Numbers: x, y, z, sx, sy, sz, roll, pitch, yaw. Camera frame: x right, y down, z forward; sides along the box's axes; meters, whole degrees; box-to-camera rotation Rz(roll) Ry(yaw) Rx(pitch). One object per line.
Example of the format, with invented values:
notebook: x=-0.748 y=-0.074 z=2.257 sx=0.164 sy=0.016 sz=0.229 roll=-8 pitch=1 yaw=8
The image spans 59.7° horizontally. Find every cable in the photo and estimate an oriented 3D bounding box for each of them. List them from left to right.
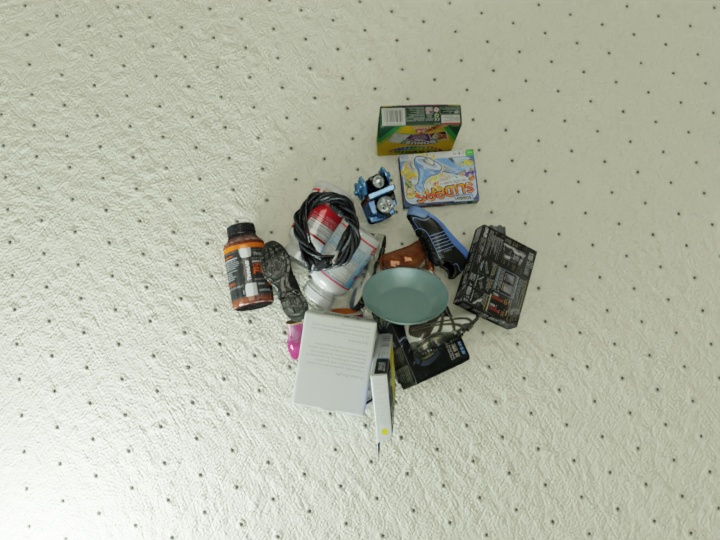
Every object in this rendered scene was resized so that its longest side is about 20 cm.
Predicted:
cable: x=-0.078 y=-0.101 z=1.433 sx=0.161 sy=0.051 sz=0.204 roll=-25 pitch=63 yaw=24

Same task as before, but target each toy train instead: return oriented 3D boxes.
toy train: x=0.041 y=-0.178 z=1.522 sx=0.085 sy=0.200 sz=0.117 roll=-24 pitch=92 yaw=-6

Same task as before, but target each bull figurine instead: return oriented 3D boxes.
bull figurine: x=0.142 y=-0.022 z=1.556 sx=0.196 sy=0.065 sz=0.124 roll=-21 pitch=84 yaw=-13

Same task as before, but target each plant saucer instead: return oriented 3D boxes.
plant saucer: x=0.101 y=0.067 z=1.419 sx=0.195 sy=0.039 sz=0.203 roll=0 pitch=36 yaw=0

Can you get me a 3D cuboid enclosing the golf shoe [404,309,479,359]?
golf shoe: x=0.186 y=0.121 z=1.431 sx=0.197 sy=0.078 sz=0.096 roll=-20 pitch=68 yaw=-34

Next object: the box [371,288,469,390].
box: x=0.142 y=0.154 z=1.494 sx=0.161 sy=0.086 sz=0.204 roll=-18 pitch=78 yaw=-25

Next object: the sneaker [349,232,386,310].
sneaker: x=0.000 y=0.000 z=1.559 sx=0.084 sy=0.078 sz=0.204 roll=14 pitch=74 yaw=15

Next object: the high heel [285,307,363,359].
high heel: x=-0.084 y=0.154 z=1.536 sx=0.195 sy=0.067 sz=0.098 roll=-13 pitch=109 yaw=-16

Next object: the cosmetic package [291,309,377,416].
cosmetic package: x=-0.054 y=0.201 z=1.413 sx=0.160 sy=0.165 sz=0.205 roll=10 pitch=89 yaw=1

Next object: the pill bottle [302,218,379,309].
pill bottle: x=-0.050 y=-0.015 z=1.486 sx=0.108 sy=0.109 sz=0.202 roll=36 pitch=97 yaw=5

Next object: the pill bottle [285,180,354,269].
pill bottle: x=-0.107 y=-0.108 z=1.545 sx=0.111 sy=0.112 sz=0.203 roll=29 pitch=81 yaw=3

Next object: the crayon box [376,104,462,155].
crayon box: x=0.141 y=-0.346 z=1.562 sx=0.194 sy=0.173 sz=0.060 roll=-2 pitch=76 yaw=-2

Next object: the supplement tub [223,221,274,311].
supplement tub: x=-0.276 y=-0.010 z=1.526 sx=0.104 sy=0.107 sz=0.205 roll=-11 pitch=81 yaw=-4

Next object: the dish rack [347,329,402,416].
dish rack: x=0.012 y=0.235 z=1.525 sx=0.197 sy=0.044 sz=0.174 roll=-30 pitch=83 yaw=-7

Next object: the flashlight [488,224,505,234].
flashlight: x=0.337 y=-0.010 z=1.563 sx=0.066 sy=0.068 sz=0.206 roll=1 pitch=82 yaw=-13

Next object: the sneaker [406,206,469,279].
sneaker: x=0.177 y=-0.065 z=1.502 sx=0.199 sy=0.070 sz=0.079 roll=41 pitch=67 yaw=-11

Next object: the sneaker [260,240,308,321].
sneaker: x=-0.186 y=0.028 z=1.505 sx=0.074 sy=0.091 sz=0.204 roll=-20 pitch=87 yaw=-6

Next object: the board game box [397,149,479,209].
board game box: x=0.200 y=-0.234 z=1.615 sx=0.194 sy=0.034 sz=0.139 roll=-6 pitch=80 yaw=-3

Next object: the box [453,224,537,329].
box: x=0.323 y=0.015 z=1.496 sx=0.155 sy=0.050 sz=0.204 roll=24 pitch=72 yaw=-12

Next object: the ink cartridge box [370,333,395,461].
ink cartridge box: x=0.055 y=0.274 z=1.380 sx=0.046 sy=0.198 sz=0.205 roll=-5 pitch=108 yaw=6
